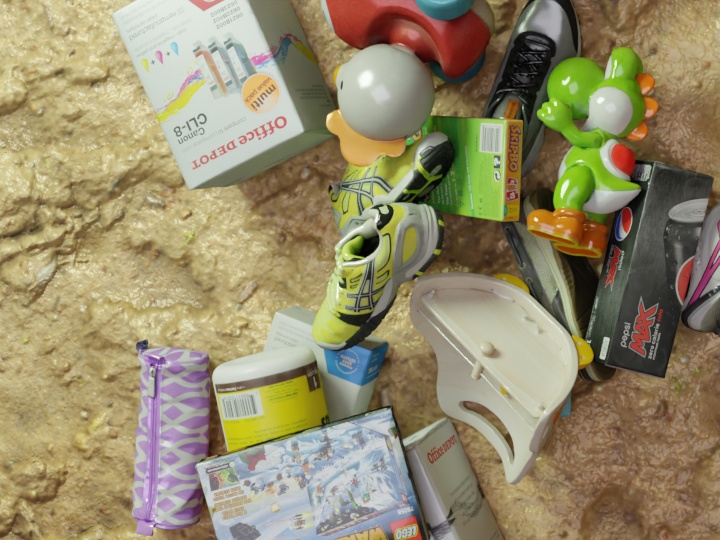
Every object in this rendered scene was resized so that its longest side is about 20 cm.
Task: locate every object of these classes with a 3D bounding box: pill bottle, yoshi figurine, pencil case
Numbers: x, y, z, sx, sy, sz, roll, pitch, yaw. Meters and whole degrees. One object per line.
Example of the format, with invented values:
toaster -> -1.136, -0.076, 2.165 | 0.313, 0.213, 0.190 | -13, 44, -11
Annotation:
pill bottle -> -0.079, 0.185, 1.637 | 0.108, 0.109, 0.202 | -11, 94, 17
yoshi figurine -> 0.211, -0.122, 1.575 | 0.111, 0.112, 0.202 | 19, 85, -12
pencil case -> -0.207, 0.179, 1.758 | 0.083, 0.085, 0.202 | 3, 97, 18

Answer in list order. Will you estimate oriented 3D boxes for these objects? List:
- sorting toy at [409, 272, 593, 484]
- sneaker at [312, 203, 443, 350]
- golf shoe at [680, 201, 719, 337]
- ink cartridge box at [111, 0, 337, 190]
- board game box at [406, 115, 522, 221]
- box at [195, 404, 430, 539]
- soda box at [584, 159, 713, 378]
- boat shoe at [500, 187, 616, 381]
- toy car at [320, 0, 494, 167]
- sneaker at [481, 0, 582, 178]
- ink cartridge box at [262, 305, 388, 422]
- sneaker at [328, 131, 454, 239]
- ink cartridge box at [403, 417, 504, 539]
sorting toy -> 0.136, 0.118, 1.621 | 0.200, 0.106, 0.181 | 47, 142, 31
sneaker -> 0.000, 0.000, 1.595 | 0.200, 0.076, 0.076 | -53, 35, 34
golf shoe -> 0.356, -0.036, 1.578 | 0.091, 0.073, 0.202 | 19, 101, 15
ink cartridge box -> -0.132, -0.201, 1.669 | 0.144, 0.145, 0.202 | -25, 89, 17
board game box -> 0.096, -0.105, 1.617 | 0.199, 0.030, 0.097 | 12, 102, 58
box -> -0.045, 0.223, 1.563 | 0.198, 0.040, 0.138 | -16, 92, 4
soda box -> 0.277, -0.002, 1.569 | 0.070, 0.063, 0.202 | 13, 92, -16
boat shoe -> 0.199, 0.019, 1.637 | 0.066, 0.072, 0.203 | -20, 92, 39
toy car -> 0.018, -0.200, 1.572 | 0.176, 0.184, 0.201 | 23, 78, 13
sneaker -> 0.167, -0.182, 1.618 | 0.073, 0.079, 0.202 | 20, 99, 15
ink cartridge box -> -0.059, 0.152, 1.721 | 0.115, 0.067, 0.202 | 20, 101, 14
sneaker -> 0.021, -0.090, 1.633 | 0.077, 0.075, 0.200 | 59, 140, 8
ink cartridge box -> 0.081, 0.267, 1.650 | 0.083, 0.145, 0.202 | -25, 88, 18
